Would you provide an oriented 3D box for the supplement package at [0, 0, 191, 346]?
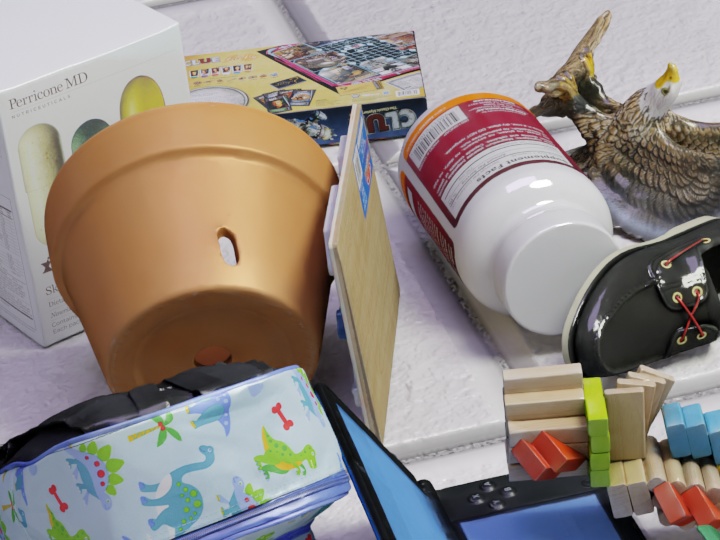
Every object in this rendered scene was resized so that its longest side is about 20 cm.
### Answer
[{"bbox_3d":[-0.215,-0.083,1.708,0.152,0.200,0.151,-25,34,-28],"label":"supplement package"}]

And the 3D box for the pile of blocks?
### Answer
[{"bbox_3d":[0.172,0.110,1.364,0.200,0.082,0.062,17,27,-10],"label":"pile of blocks"}]

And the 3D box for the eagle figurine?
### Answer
[{"bbox_3d":[0.223,-0.093,1.749,0.200,0.151,0.152,34,85,9],"label":"eagle figurine"}]

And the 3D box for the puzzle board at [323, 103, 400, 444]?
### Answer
[{"bbox_3d":[0.000,0.000,1.569,0.017,0.151,0.200,-8,29,9],"label":"puzzle board"}]

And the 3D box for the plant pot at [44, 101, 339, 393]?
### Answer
[{"bbox_3d":[-0.101,0.010,1.553,0.200,0.200,0.140,-8,46,-4],"label":"plant pot"}]

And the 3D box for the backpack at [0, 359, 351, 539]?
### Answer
[{"bbox_3d":[-0.097,0.130,1.316,0.183,0.147,0.200,-20,-4,-21],"label":"backpack"}]

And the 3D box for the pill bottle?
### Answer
[{"bbox_3d":[0.106,-0.038,1.656,0.113,0.113,0.200,-13,31,-12],"label":"pill bottle"}]

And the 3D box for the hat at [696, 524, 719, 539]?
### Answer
[{"bbox_3d":[0.155,0.239,1.201,0.176,0.166,0.200,-39,45,4],"label":"hat"}]

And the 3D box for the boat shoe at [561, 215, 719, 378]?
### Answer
[{"bbox_3d":[0.208,0.017,1.577,0.063,0.074,0.201,11,28,42],"label":"boat shoe"}]

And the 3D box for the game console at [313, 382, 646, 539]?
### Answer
[{"bbox_3d":[0.080,0.138,1.344,0.171,0.118,0.200,-12,30,-9],"label":"game console"}]

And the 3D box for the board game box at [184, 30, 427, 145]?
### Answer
[{"bbox_3d":[-0.048,-0.144,1.952,0.200,0.035,0.136,-6,29,0],"label":"board game box"}]
